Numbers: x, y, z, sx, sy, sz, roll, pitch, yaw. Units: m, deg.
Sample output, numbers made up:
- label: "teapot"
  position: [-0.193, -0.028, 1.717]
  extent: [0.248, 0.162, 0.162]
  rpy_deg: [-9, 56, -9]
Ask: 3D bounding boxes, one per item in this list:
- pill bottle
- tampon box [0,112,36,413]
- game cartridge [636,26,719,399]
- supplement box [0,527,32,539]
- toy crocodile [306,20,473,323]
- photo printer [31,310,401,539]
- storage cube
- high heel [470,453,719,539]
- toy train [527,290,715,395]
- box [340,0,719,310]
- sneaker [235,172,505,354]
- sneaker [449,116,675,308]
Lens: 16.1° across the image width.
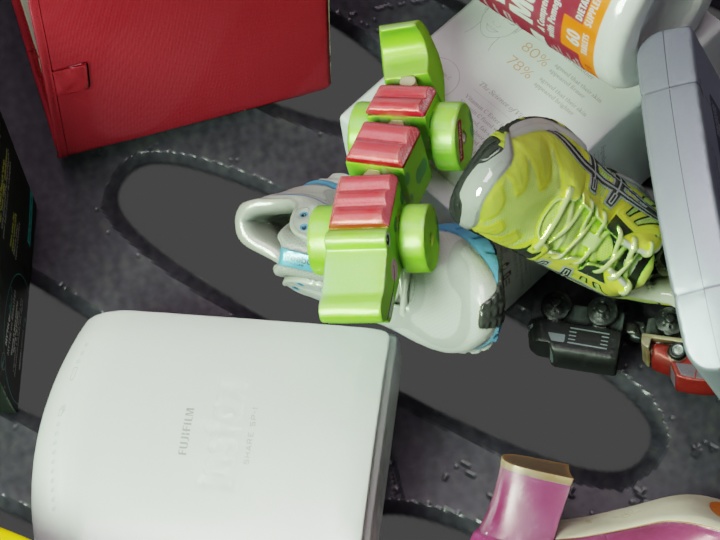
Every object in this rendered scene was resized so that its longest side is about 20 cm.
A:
- label: "pill bottle"
  position: [0.099, -0.197, 1.445]
  extent: [0.200, 0.110, 0.110]
  rpy_deg: [35, 70, 23]
- label: "tampon box"
  position: [-0.270, -0.026, 1.449]
  extent: [0.126, 0.200, 0.150]
  rpy_deg: [-1, 61, 5]
- label: "game cartridge"
  position: [0.191, -0.025, 1.394]
  extent: [0.041, 0.133, 0.201]
  rpy_deg: [-15, 65, 20]
- label: "supplement box"
  position: [-0.151, 0.225, 1.352]
  extent: [0.199, 0.109, 0.110]
  rpy_deg: [19, 65, 16]
- label: "toy crocodile"
  position: [0.014, -0.052, 1.391]
  extent: [0.067, 0.062, 0.201]
  rpy_deg: [3, 51, 20]
- label: "photo printer"
  position: [-0.084, 0.105, 1.432]
  extent: [0.199, 0.070, 0.167]
  rpy_deg: [5, 62, 8]
- label: "storage cube"
  position: [-0.126, -0.201, 1.535]
  extent: [0.179, 0.200, 0.171]
  rpy_deg: [-15, 60, -9]
- label: "high heel"
  position: [0.157, 0.170, 1.391]
  extent: [0.199, 0.067, 0.096]
  rpy_deg: [13, 100, -4]
- label: "toy train"
  position: [0.193, 0.049, 1.455]
  extent: [0.199, 0.034, 0.046]
  rpy_deg: [8, 64, 10]
- label: "box"
  position: [0.104, -0.093, 1.506]
  extent: [0.200, 0.098, 0.124]
  rpy_deg: [-42, 65, -15]
- label: "sneaker"
  position: [0.000, 0.000, 1.434]
  extent: [0.086, 0.075, 0.200]
  rpy_deg: [-4, 18, -38]
- label: "sneaker"
  position: [0.125, -0.029, 1.399]
  extent: [0.076, 0.200, 0.076]
  rpy_deg: [40, 106, 36]
